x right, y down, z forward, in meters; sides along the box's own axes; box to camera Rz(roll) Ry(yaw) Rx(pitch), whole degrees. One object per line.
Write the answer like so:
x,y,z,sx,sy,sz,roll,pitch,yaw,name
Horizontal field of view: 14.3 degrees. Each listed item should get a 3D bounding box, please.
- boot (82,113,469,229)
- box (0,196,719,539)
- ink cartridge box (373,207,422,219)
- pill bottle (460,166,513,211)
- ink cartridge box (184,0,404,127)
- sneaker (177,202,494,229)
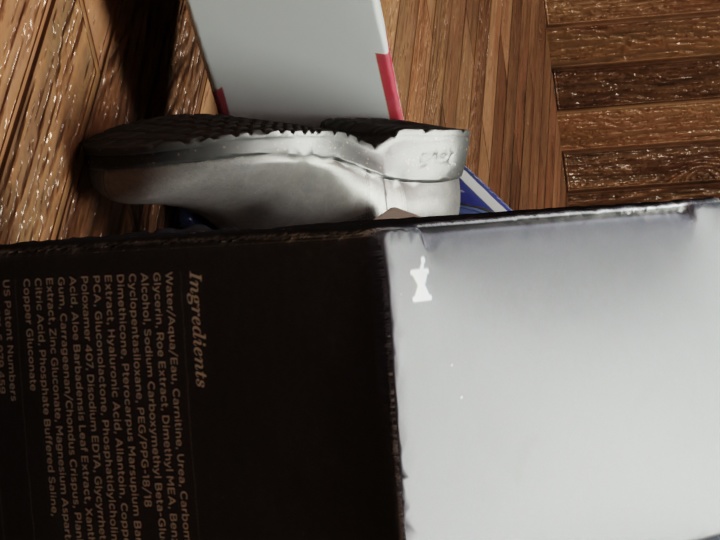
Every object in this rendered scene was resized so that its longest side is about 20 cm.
-0.031,0.002,1.214,0.199,0.070,0.133,0,99,-38,boot
-0.010,0.041,0.933,0.196,0.199,0.118,-6,92,-52,box
-0.013,0.087,1.161,0.200,0.084,0.146,-34,128,-37,ink cartridge box
0.033,0.003,1.496,0.200,0.115,0.116,48,-25,48,pill bottle
-0.040,-0.159,1.314,0.146,0.082,0.201,75,3,-51,ink cartridge box
0.000,0.000,1.331,0.078,0.199,0.076,-45,152,-58,sneaker
